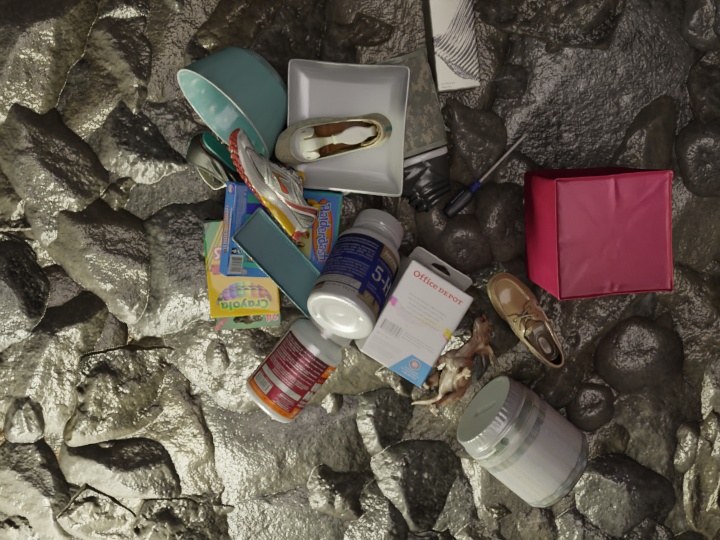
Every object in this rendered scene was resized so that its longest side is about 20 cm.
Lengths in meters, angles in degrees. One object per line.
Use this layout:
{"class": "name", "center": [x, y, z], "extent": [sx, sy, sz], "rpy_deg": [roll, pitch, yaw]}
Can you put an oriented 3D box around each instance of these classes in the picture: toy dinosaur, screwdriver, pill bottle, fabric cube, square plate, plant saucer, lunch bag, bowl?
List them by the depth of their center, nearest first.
{"class": "square plate", "center": [-0.022, -0.227, 1.280], "extent": [0.195, 0.028, 0.204], "rpy_deg": [6, 106, 11]}
{"class": "bowl", "center": [-0.189, -0.281, 1.307], "extent": [0.201, 0.201, 0.105], "rpy_deg": [45, 75, -8]}
{"class": "plant saucer", "center": [-0.127, -0.012, 1.333], "extent": [0.070, 0.019, 0.200], "rpy_deg": [-48, 117, -12]}
{"class": "lunch bag", "center": [0.039, -0.264, 1.345], "extent": [0.197, 0.118, 0.167], "rpy_deg": [-16, 101, 4]}
{"class": "pill bottle", "center": [0.000, 0.000, 1.345], "extent": [0.119, 0.120, 0.202], "rpy_deg": [29, 57, -7]}
{"class": "fabric cube", "center": [0.395, -0.070, 1.354], "extent": [0.196, 0.199, 0.200], "rpy_deg": [-3, 98, -2]}
{"class": "pill bottle", "center": [-0.102, 0.157, 1.409], "extent": [0.109, 0.110, 0.201], "rpy_deg": [39, 95, -8]}
{"class": "screwdriver", "center": [0.221, -0.167, 1.411], "extent": [0.028, 0.029, 0.200], "rpy_deg": [44, 100, -9]}
{"class": "toy dinosaur", "center": [0.177, 0.187, 1.449], "extent": [0.086, 0.134, 0.202], "rpy_deg": [46, 122, 28]}

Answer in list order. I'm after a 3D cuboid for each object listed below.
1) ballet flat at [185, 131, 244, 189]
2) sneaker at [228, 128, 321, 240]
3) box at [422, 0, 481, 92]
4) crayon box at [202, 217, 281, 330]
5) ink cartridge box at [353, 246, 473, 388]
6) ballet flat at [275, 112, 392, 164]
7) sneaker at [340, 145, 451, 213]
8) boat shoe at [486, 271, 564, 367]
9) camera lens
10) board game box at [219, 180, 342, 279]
{"class": "ballet flat", "center": [-0.215, -0.154, 1.374], "extent": [0.068, 0.068, 0.200], "rpy_deg": [-37, 114, 26]}
{"class": "sneaker", "center": [-0.136, -0.146, 1.269], "extent": [0.082, 0.078, 0.201], "rpy_deg": [-40, 122, -4]}
{"class": "box", "center": [0.151, -0.404, 1.353], "extent": [0.081, 0.068, 0.204], "rpy_deg": [-9, 100, -2]}
{"class": "crayon box", "center": [-0.204, 0.007, 1.409], "extent": [0.125, 0.051, 0.204], "rpy_deg": [-4, 100, -3]}
{"class": "ink cartridge box", "center": [0.094, 0.072, 1.392], "extent": [0.128, 0.125, 0.202], "rpy_deg": [32, 90, -8]}
{"class": "ballet flat", "center": [-0.049, -0.206, 1.243], "extent": [0.197, 0.062, 0.069], "rpy_deg": [-12, 102, 15]}
{"class": "sneaker", "center": [0.069, -0.137, 1.390], "extent": [0.197, 0.071, 0.101], "rpy_deg": [-19, 100, 0]}
{"class": "boat shoe", "center": [0.302, 0.087, 1.441], "extent": [0.071, 0.065, 0.201], "rpy_deg": [-40, 99, 4]}
{"class": "camera lens", "center": [0.290, 0.305, 1.427], "extent": [0.199, 0.160, 0.161], "rpy_deg": [39, 95, -8]}
{"class": "board game box", "center": [-0.133, -0.064, 1.356], "extent": [0.197, 0.045, 0.155], "rpy_deg": [3, 98, -28]}
